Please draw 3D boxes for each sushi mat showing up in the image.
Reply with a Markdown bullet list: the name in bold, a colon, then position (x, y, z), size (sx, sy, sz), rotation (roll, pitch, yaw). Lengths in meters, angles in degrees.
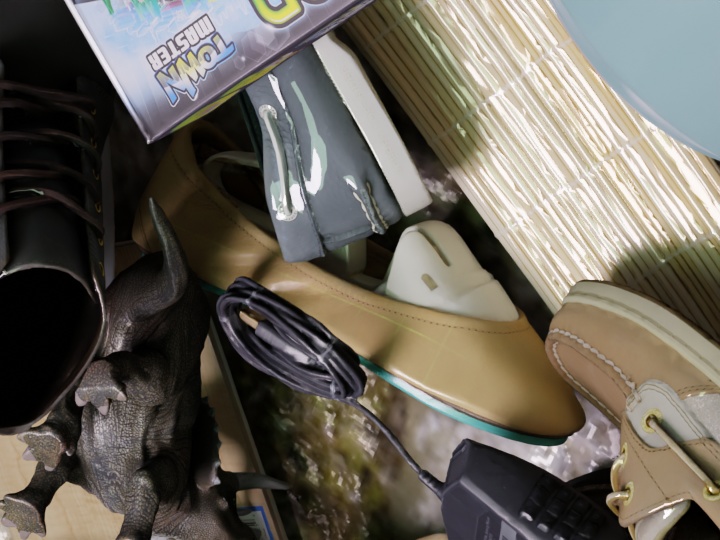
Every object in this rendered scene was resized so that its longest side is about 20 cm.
- **sushi mat**: position (0.078, -0.035, 0.988), size (0.201, 0.012, 0.096), rotation (54, 132, 2)

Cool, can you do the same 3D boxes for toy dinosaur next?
- **toy dinosaur**: position (-0.085, 0.043, 1.040), size (0.076, 0.103, 0.201), rotation (6, 128, 16)

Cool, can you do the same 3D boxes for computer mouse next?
- **computer mouse**: position (0.027, 0.062, 0.980), size (0.200, 0.034, 0.059), rotation (40, 153, 20)

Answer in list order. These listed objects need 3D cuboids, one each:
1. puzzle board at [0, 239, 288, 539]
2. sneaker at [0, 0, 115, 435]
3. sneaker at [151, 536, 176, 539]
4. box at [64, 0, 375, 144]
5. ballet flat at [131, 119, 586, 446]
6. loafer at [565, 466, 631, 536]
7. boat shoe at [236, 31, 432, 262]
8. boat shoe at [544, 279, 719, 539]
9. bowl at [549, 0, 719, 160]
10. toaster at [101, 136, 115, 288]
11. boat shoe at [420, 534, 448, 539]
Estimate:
- **puzzle board**: position (-0.097, 0.086, 1.175), size (0.150, 0.017, 0.201), rotation (-8, 107, 38)
- **sneaker**: position (-0.110, -0.043, 0.972), size (0.106, 0.074, 0.202), rotation (-160, 78, -67)
- **sneaker**: position (-0.105, 0.174, 1.166), size (0.099, 0.078, 0.199), rotation (40, 150, -22)
- **box**: position (-0.025, -0.134, 0.904), size (0.200, 0.035, 0.111), rotation (-31, 90, 40)
- **ballet flat**: position (0.000, 0.000, 1.031), size (0.199, 0.069, 0.063), rotation (24, 107, 24)
- **loafer**: position (0.131, 0.112, 0.966), size (0.199, 0.071, 0.074), rotation (8, 99, 38)
- **boat shoe**: position (-0.049, -0.095, 0.997), size (0.062, 0.073, 0.201), rotation (-32, 87, 3)
- **boat shoe**: position (0.116, 0.071, 0.914), size (0.200, 0.066, 0.074), rotation (40, 171, 47)
- **bowl**: position (0.121, -0.105, 0.792), size (0.201, 0.201, 0.105), rotation (52, 129, 4)
- **toaster**: position (-0.171, -0.020, 1.093), size (0.129, 0.113, 0.202), rotation (13, 108, 45)
- **boat shoe**: position (-0.043, 0.153, 1.052), size (0.074, 0.199, 0.067), rotation (16, 122, 64)
